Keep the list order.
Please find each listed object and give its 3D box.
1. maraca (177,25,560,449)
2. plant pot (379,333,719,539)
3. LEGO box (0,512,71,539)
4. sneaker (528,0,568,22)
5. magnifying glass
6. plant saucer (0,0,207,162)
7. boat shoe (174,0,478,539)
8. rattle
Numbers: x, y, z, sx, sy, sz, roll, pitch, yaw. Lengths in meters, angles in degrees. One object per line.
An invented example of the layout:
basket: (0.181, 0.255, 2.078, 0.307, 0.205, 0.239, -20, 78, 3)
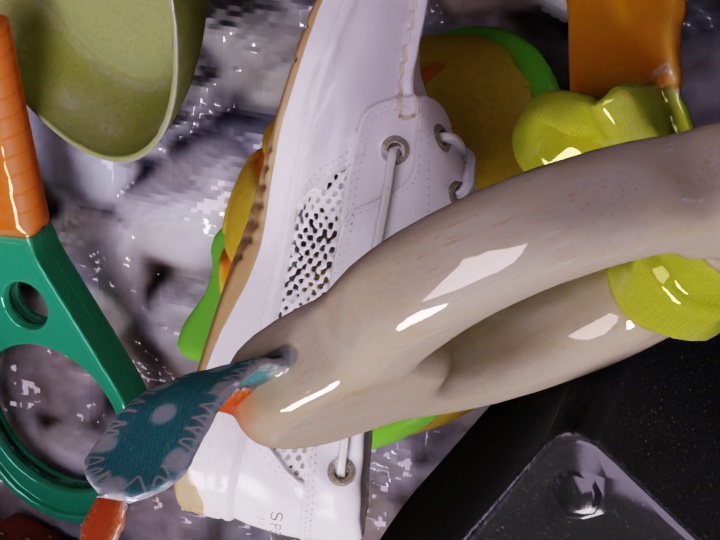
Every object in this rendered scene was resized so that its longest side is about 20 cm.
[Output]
maraca: (0.000, 0.000, 0.822, 0.107, 0.138, 0.200, 23, 138, -31)
plant pot: (0.103, 0.109, 0.767, 0.199, 0.177, 0.200, 43, 120, 9)
LEGO box: (-0.090, 0.185, 0.898, 0.199, 0.149, 0.077, 25, 115, 17)
sneaker: (0.027, -0.144, 0.744, 0.199, 0.088, 0.076, 25, 80, -11)
magnifying glass: (-0.121, 0.003, 0.913, 0.079, 0.022, 0.201, 6, 120, 29)
plant saucer: (-0.106, -0.134, 0.831, 0.200, 0.031, 0.201, 42, 148, 34)
boat shoe: (0.005, -0.019, 0.717, 0.069, 0.071, 0.201, 17, 96, 5)
rattle: (0.002, -0.022, 0.643, 0.199, 0.130, 0.143, -19, 90, 3)
